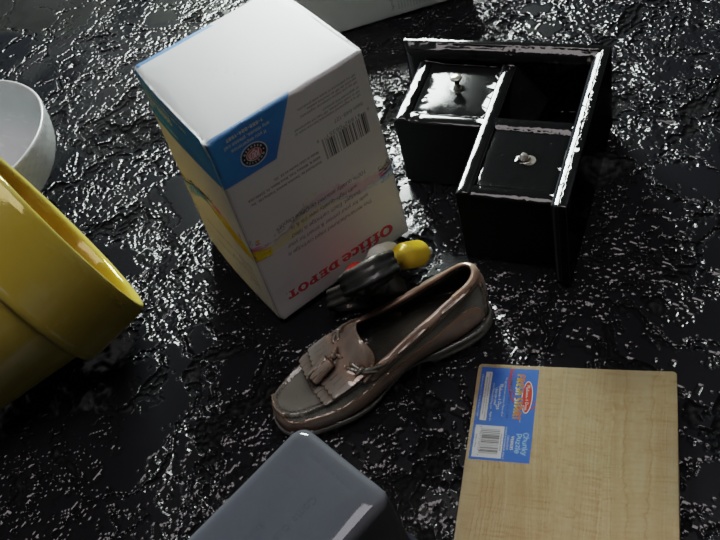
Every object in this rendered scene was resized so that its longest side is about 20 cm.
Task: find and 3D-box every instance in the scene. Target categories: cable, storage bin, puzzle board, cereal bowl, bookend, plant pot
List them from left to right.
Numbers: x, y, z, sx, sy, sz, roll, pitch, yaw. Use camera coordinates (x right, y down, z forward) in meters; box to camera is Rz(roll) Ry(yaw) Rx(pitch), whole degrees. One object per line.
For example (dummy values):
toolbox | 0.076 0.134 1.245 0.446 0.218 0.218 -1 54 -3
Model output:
cereal bowl | -0.401 -0.101 0.995 0.196 0.084 0.203 -8 48 9
plant pot | -0.313 0.028 0.799 0.189 0.201 0.200 -47 52 -5
storage bin | -0.055 0.199 0.605 0.145 0.136 0.200 31 62 34
cable | 0.000 0.000 0.755 0.096 0.200 0.051 -20 82 12
bookend | 0.109 -0.106 0.858 0.196 0.093 0.201 8 52 22
puzzle board | 0.144 0.154 0.673 0.148 0.018 0.202 0 49 17

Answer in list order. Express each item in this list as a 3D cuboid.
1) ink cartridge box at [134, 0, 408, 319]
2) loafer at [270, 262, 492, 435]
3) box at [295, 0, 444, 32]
ink cartridge box | -0.071 -0.097 0.825 0.146 0.202 0.145 -33 47 -15
loafer | 0.013 0.055 0.761 0.198 0.063 0.072 -29 49 -11
box | 0.013 -0.361 1.105 0.196 0.098 0.126 -17 47 0
